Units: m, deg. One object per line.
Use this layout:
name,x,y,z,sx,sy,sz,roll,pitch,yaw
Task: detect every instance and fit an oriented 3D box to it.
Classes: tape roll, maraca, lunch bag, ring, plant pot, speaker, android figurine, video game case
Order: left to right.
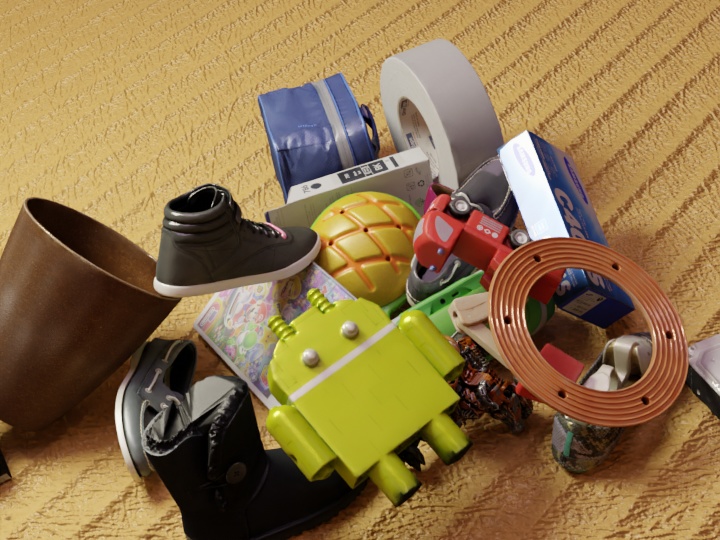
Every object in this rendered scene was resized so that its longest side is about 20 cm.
plant pot,-0.312,0.059,1.400,0.200,0.187,0.187,-57,41,7
video game case,-0.089,0.050,1.435,0.143,0.018,0.200,-54,42,3
lunch bag,-0.042,-0.150,1.657,0.132,0.136,0.200,-14,34,-4
maraca,0.000,0.000,1.473,0.137,0.107,0.200,13,62,11
android figurine,0.001,0.103,1.188,0.182,0.041,0.200,-33,73,-23
tape roll,0.094,-0.163,1.579,0.066,0.201,0.200,-22,37,-13
speaker,0.097,0.061,1.371,0.200,0.089,0.088,-28,39,-21
ring,0.208,0.056,1.252,0.200,0.019,0.201,10,56,-15

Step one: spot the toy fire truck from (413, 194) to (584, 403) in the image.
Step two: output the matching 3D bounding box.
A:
toy fire truck,0.129,0.026,1.291,0.200,0.049,0.141,29,54,4

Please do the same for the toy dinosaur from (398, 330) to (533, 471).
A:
toy dinosaur,0.066,0.108,1.276,0.200,0.102,0.136,20,61,4

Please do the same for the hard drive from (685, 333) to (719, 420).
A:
hard drive,0.402,0.116,1.249,0.140,0.038,0.200,-19,35,-10

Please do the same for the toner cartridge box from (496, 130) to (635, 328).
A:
toner cartridge box,0.211,-0.043,1.409,0.043,0.095,0.200,-34,56,26

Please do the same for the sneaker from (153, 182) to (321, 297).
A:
sneaker,-0.118,-0.042,1.379,0.200,0.099,0.071,-15,29,-37

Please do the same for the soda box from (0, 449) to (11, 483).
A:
soda box,-0.430,0.154,1.421,0.071,0.063,0.200,-25,37,-16

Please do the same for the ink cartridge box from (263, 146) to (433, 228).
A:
ink cartridge box,-0.011,-0.066,1.565,0.200,0.100,0.039,-18,36,-10

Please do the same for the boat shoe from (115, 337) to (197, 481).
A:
boat shoe,-0.202,0.132,1.376,0.062,0.073,0.200,-12,30,7

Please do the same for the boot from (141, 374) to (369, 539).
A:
boot,-0.087,0.161,1.219,0.200,0.168,0.076,-27,38,-21

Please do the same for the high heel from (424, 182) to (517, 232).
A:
high heel,0.157,-0.035,1.475,0.200,0.096,0.067,10,41,28

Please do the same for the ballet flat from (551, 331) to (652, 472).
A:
ballet flat,0.242,0.105,1.284,0.072,0.072,0.200,14,43,32

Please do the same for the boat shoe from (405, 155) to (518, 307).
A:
boat shoe,0.112,-0.047,1.436,0.073,0.063,0.200,27,70,18
